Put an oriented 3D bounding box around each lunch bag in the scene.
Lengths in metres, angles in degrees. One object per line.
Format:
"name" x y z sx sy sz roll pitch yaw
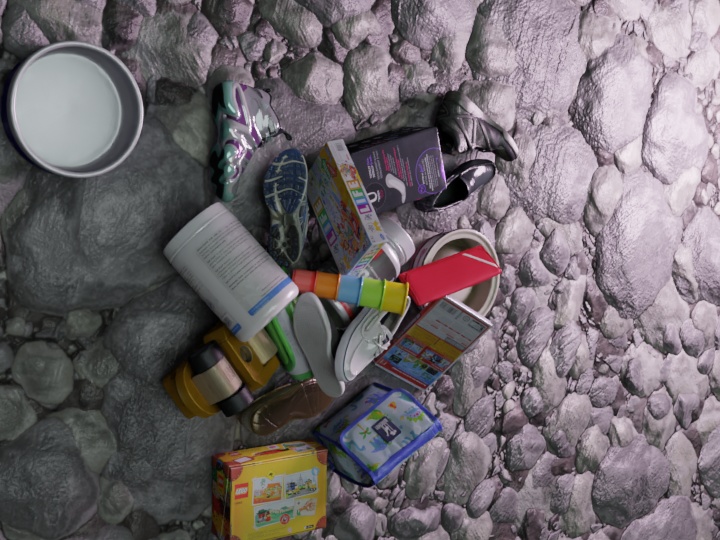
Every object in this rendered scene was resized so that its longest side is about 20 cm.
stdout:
"lunch bag" 0.034 0.307 1.735 0.170 0.199 0.128 -36 115 -22

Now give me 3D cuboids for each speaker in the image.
"speaker" -0.129 0.092 1.668 0.088 0.088 0.201 -34 114 -24

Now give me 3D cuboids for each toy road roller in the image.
"toy road roller" -0.243 0.167 1.598 0.123 0.145 0.200 57 31 -11

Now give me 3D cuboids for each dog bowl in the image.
"dog bowl" -0.437 -0.242 1.427 0.199 0.079 0.202 -5 99 -32
"dog bowl" 0.178 0.015 1.861 0.199 0.074 0.202 -5 99 -31

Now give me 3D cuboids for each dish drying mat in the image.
"dish drying mat" 0.170 0.006 1.774 0.199 0.077 0.018 -19 151 -29

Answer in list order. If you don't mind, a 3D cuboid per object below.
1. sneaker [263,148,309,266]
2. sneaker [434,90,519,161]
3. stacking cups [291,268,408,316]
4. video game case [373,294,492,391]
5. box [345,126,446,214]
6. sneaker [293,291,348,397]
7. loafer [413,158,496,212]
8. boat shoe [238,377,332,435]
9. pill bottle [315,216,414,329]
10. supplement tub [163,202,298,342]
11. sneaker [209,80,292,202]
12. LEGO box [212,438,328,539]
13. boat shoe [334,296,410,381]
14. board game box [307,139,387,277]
"sneaker" -0.125 -0.112 1.649 0.076 0.085 0.202 7 96 10
"sneaker" 0.220 -0.252 1.850 0.199 0.076 0.115 34 81 -28
"stacking cups" -0.019 0.030 1.614 0.198 0.061 0.061 12 91 1
"video game case" 0.140 0.140 1.825 0.142 0.018 0.200 31 113 -32
"box" 0.044 -0.182 1.726 0.199 0.106 0.123 -21 108 -29
"sneaker" -0.054 0.111 1.643 0.099 0.070 0.202 -47 127 -49
"loafer" 0.194 -0.162 1.844 0.200 0.070 0.069 -27 121 -26
"boat shoe" -0.134 0.236 1.698 0.199 0.066 0.075 -14 104 -44
"pill bottle" 0.000 0.000 1.720 0.200 0.114 0.114 -45 117 -19
"supplement tub" -0.209 0.004 1.536 0.132 0.132 0.200 -41 90 -21
"sneaker" -0.179 -0.215 1.597 0.139 0.078 0.202 0 97 -32
"LEGO box" -0.162 0.397 1.696 0.198 0.077 0.151 -3 98 -32
"boat shoe" 0.023 0.110 1.630 0.201 0.065 0.074 -60 140 -30
"board game box" -0.030 -0.103 1.622 0.034 0.135 0.201 -13 70 -29
